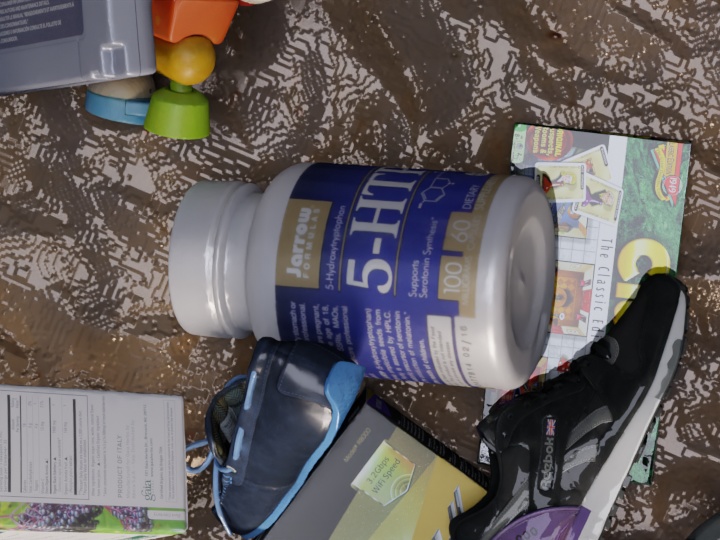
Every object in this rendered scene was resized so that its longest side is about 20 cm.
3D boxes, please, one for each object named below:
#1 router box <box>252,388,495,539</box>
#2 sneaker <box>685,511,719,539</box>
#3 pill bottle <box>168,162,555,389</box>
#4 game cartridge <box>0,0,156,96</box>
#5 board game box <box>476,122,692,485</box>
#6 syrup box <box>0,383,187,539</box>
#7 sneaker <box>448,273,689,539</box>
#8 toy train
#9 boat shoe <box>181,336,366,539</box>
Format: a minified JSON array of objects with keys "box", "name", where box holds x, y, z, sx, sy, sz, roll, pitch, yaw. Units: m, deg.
[{"box":[0.008,0.195,1.511,0.157,0.052,0.200,36,97,-3],"name":"router box"},{"box":[0.191,0.193,1.456,0.200,0.073,0.082,-31,69,-20],"name":"sneaker"},{"box":[0.000,0.000,1.468,0.200,0.120,0.120,4,94,19],"name":"pill bottle"},{"box":[-0.173,-0.169,1.461,0.041,0.200,0.133,-11,96,-31],"name":"game cartridge"},{"box":[0.129,0.019,1.509,0.105,0.023,0.200,6,94,4],"name":"board game box"},{"box":[-0.200,0.106,1.432,0.200,0.079,0.082,5,77,-34],"name":"syrup box"},{"box":[0.115,0.083,1.451,0.087,0.076,0.200,25,82,0],"name":"sneaker"},{"box":[-0.095,-0.124,1.452,0.085,0.200,0.116,-2,107,-32],"name":"toy train"},{"box":[-0.053,0.083,1.464,0.069,0.200,0.084,27,53,-3],"name":"boat shoe"}]
